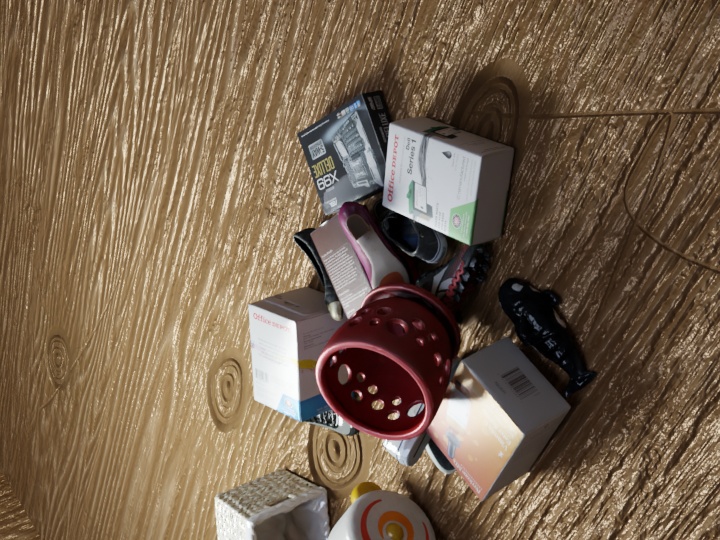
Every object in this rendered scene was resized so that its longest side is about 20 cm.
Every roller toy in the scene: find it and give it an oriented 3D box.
[{"bbox_3d":[0.041,0.501,1.800,0.181,0.201,0.140,28,132,-3],"label":"roller toy"}]

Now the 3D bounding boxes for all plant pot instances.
[{"bbox_3d":[0.055,0.135,1.548,0.199,0.183,0.202,17,132,20],"label":"plant pot"}]

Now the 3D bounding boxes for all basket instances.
[{"bbox_3d":[-0.183,0.551,2.067,0.160,0.197,0.202,15,115,50],"label":"basket"}]

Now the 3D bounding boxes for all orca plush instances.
[{"bbox_3d":[0.262,0.102,1.489,0.105,0.071,0.201,-37,74,49],"label":"orca plush"}]

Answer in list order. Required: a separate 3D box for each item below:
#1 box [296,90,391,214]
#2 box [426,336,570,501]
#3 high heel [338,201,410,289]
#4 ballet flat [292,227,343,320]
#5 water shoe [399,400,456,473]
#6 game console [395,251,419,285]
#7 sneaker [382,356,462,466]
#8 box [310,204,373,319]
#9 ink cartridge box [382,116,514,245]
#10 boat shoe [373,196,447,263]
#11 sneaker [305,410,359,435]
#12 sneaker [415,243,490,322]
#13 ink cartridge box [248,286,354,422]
[{"bbox_3d":[-0.015,-0.202,1.721,0.199,0.050,0.159,-20,87,50],"label":"box"},{"bbox_3d":[0.211,0.234,1.546,0.152,0.106,0.201,49,143,26],"label":"box"},{"bbox_3d":[0.028,-0.027,1.653,0.096,0.067,0.201,-108,-8,-70],"label":"high heel"},{"bbox_3d":[-0.073,0.009,1.823,0.067,0.056,0.201,97,156,-56],"label":"ballet flat"},{"bbox_3d":[0.121,0.259,1.726,0.201,0.071,0.079,66,163,13],"label":"water shoe"},{"bbox_3d":[0.043,0.061,1.761,0.199,0.031,0.179,-10,95,51],"label":"game console"},{"bbox_3d":[0.101,0.224,1.650,0.070,0.073,0.201,27,81,31],"label":"sneaker"},{"bbox_3d":[0.000,0.000,1.712,0.100,0.075,0.201,-30,83,50],"label":"box"},{"bbox_3d":[0.132,-0.144,1.544,0.199,0.084,0.147,26,121,41],"label":"ink cartridge box"},{"bbox_3d":[0.065,-0.073,1.629,0.200,0.066,0.070,50,120,47],"label":"boat shoe"},{"bbox_3d":[-0.076,0.280,1.937,0.199,0.079,0.075,17,114,44],"label":"sneaker"},{"bbox_3d":[0.139,0.019,1.602,0.098,0.070,0.201,47,135,25],"label":"sneaker"},{"bbox_3d":[-0.110,0.154,1.881,0.147,0.144,0.202,17,116,44],"label":"ink cartridge box"}]
